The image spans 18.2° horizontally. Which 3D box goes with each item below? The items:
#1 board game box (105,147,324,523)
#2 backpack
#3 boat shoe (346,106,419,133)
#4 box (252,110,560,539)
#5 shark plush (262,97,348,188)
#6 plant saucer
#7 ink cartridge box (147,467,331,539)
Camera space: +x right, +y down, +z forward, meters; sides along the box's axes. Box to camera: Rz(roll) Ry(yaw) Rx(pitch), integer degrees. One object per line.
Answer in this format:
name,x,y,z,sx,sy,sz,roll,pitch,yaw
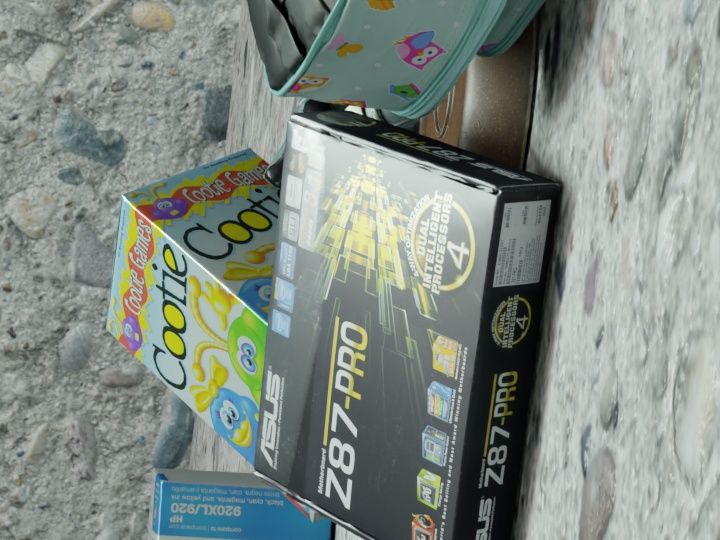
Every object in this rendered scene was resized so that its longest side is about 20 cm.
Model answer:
board game box,-0.046,0.033,1.311,0.200,0.104,0.104,39,135,32
backpack,0.020,-0.176,1.096,0.176,0.152,0.201,128,152,-49
boat shoe,0.037,-0.164,1.434,0.061,0.073,0.201,-18,49,34
box,0.019,0.034,1.125,0.161,0.049,0.202,25,114,47
shark plush,0.012,-0.132,1.339,0.083,0.090,0.202,79,-150,-75
plant saucer,0.060,-0.098,1.237,0.200,0.034,0.202,-175,90,-82
ink cartridge box,-0.106,0.272,1.847,0.147,0.143,0.202,174,100,-82
